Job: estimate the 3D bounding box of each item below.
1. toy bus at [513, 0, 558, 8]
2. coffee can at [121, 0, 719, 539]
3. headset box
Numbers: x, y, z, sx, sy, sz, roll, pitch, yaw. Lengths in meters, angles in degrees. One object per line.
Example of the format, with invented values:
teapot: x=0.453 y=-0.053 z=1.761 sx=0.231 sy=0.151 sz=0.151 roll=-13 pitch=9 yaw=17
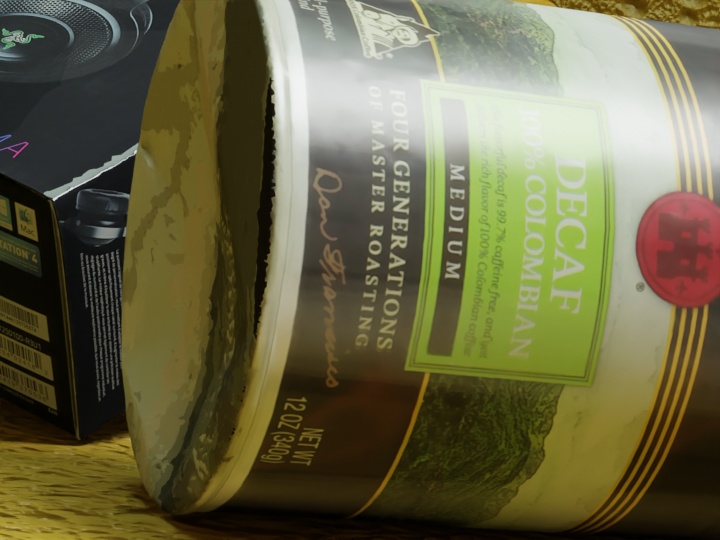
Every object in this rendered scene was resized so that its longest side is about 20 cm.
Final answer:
toy bus: x=0.030 y=-0.063 z=0.964 sx=0.065 sy=0.079 sz=0.200 roll=-3 pitch=-3 yaw=-31
coffee can: x=0.048 y=0.000 z=0.648 sx=0.199 sy=0.147 sz=0.146 roll=5 pitch=3 yaw=-19
headset box: x=-0.093 y=-0.054 z=0.823 sx=0.174 sy=0.093 sz=0.200 roll=23 pitch=40 yaw=32
